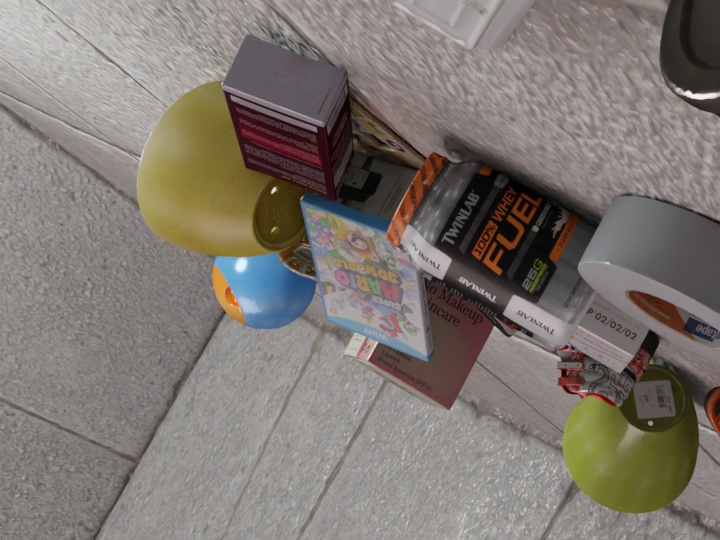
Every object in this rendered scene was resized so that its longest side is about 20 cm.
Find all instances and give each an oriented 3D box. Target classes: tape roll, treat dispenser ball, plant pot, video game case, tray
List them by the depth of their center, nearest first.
[{"bbox_3d":[0.057,-0.184,0.862,0.107,0.022,0.200,30,173,-1],"label":"tray"},{"bbox_3d":[0.286,0.016,1.158,0.199,0.067,0.200,30,173,4],"label":"tape roll"},{"bbox_3d":[0.009,0.009,1.511,0.142,0.018,0.201,21,145,25],"label":"video game case"},{"bbox_3d":[-0.128,-0.093,1.528,0.142,0.201,0.200,30,175,37],"label":"plant pot"},{"bbox_3d":[0.370,0.202,1.808,0.186,0.188,0.200,28,158,15],"label":"plant pot"},{"bbox_3d":[-0.181,0.011,2.590,0.200,0.202,0.201,30,173,4],"label":"treat dispenser ball"}]

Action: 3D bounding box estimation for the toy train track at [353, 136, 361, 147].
[{"bbox_3d":[-0.067,-0.163,1.456,0.114,0.033,0.200,28,172,20],"label":"toy train track"}]

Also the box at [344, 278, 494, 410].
[{"bbox_3d":[0.090,0.052,1.695,0.127,0.201,0.109,30,173,-15],"label":"box"}]

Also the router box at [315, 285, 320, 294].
[{"bbox_3d":[-0.029,0.045,2.832,0.199,0.049,0.179,31,173,-2],"label":"router box"}]

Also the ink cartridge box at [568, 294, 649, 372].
[{"bbox_3d":[0.257,0.045,1.488,0.115,0.068,0.200,29,173,10],"label":"ink cartridge box"}]

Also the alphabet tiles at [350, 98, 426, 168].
[{"bbox_3d":[-0.031,-0.164,1.460,0.167,0.008,0.199,35,172,-36],"label":"alphabet tiles"}]

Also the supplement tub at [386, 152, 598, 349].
[{"bbox_3d":[0.132,-0.023,1.298,0.199,0.123,0.123,29,173,5],"label":"supplement tub"}]

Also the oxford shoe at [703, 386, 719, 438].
[{"bbox_3d":[0.455,0.185,1.657,0.072,0.071,0.200,30,176,46],"label":"oxford shoe"}]

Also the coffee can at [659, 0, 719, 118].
[{"bbox_3d":[0.224,-0.067,0.460,0.199,0.147,0.146,31,173,-16],"label":"coffee can"}]

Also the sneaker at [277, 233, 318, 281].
[{"bbox_3d":[0.000,0.000,1.628,0.199,0.076,0.088,32,-169,12],"label":"sneaker"}]

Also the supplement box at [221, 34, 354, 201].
[{"bbox_3d":[-0.067,-0.146,1.353,0.108,0.061,0.200,21,163,8],"label":"supplement box"}]

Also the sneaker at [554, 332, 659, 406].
[{"bbox_3d":[0.246,0.081,1.625,0.200,0.108,0.067,30,174,2],"label":"sneaker"}]

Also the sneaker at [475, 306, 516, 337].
[{"bbox_3d":[0.185,0.012,1.513,0.070,0.094,0.200,43,-165,6],"label":"sneaker"}]

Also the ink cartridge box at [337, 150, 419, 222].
[{"bbox_3d":[0.047,-0.060,1.563,0.146,0.083,0.199,37,172,-40],"label":"ink cartridge box"}]
